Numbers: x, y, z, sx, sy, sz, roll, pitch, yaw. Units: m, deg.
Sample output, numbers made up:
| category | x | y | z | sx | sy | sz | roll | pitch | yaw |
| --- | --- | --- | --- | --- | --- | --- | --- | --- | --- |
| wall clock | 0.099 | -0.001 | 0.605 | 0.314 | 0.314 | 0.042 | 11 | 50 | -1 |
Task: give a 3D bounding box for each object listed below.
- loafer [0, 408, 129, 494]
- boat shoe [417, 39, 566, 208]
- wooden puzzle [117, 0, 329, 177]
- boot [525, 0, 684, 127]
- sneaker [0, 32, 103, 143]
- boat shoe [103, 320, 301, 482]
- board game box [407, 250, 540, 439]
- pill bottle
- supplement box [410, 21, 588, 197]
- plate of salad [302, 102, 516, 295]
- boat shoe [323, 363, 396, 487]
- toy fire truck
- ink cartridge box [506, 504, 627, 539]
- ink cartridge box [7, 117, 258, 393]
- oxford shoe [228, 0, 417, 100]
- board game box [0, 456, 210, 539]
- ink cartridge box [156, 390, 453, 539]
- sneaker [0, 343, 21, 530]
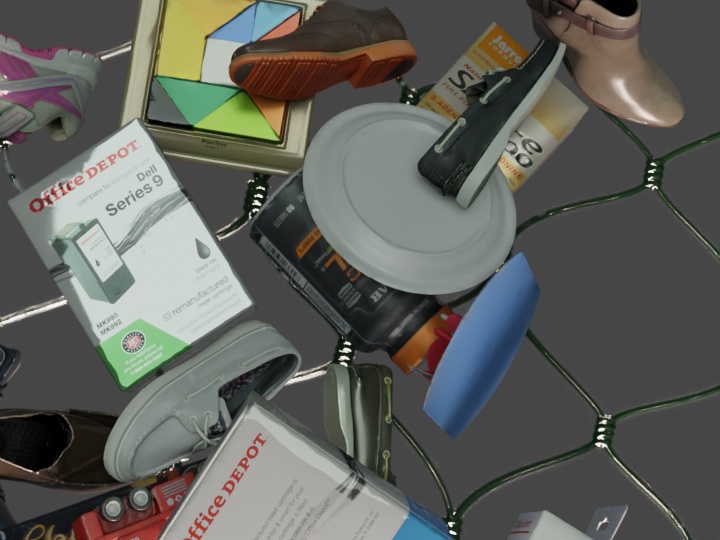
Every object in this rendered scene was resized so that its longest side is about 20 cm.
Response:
| category | x | y | z | sx | sy | sz | roll | pitch | yaw |
| --- | --- | --- | --- | --- | --- | --- | --- | --- | --- |
| loafer | -0.258 | 0.156 | 1.216 | 0.198 | 0.071 | 0.074 | 5 | 79 | -38 |
| boat shoe | 0.118 | -0.144 | 1.242 | 0.060 | 0.076 | 0.201 | 32 | 55 | 4 |
| wooden puzzle | -0.131 | -0.198 | 1.347 | 0.182 | 0.037 | 0.203 | 8 | 78 | -2 |
| boot | 0.236 | -0.218 | 1.318 | 0.199 | 0.146 | 0.071 | 34 | 77 | 3 |
| sneaker | -0.324 | -0.163 | 1.273 | 0.198 | 0.081 | 0.090 | 4 | 87 | -39 |
| boat shoe | -0.135 | 0.123 | 1.246 | 0.199 | 0.073 | 0.068 | -33 | 39 | -29 |
| board game box | 0.095 | 0.059 | 1.239 | 0.039 | 0.200 | 0.159 | 29 | 82 | 22 |
| pill bottle | 0.000 | 0.000 | 1.282 | 0.106 | 0.106 | 0.200 | -43 | 85 | -10 |
| supplement box | 0.102 | -0.115 | 1.327 | 0.126 | 0.074 | 0.200 | 41 | 79 | 4 |
| plate of salad | 0.042 | -0.061 | 1.238 | 0.197 | 0.048 | 0.202 | 10 | 55 | -14 |
| boat shoe | 0.005 | 0.185 | 1.263 | 0.059 | 0.072 | 0.205 | -2 | 87 | -17 |
| toy fire truck | -0.176 | 0.255 | 1.187 | 0.198 | 0.049 | 0.143 | -18 | 81 | -27 |
| ink cartridge box | 0.149 | 0.278 | 1.232 | 0.067 | 0.116 | 0.202 | 31 | 78 | 1 |
| ink cartridge box | -0.204 | -0.013 | 1.272 | 0.145 | 0.084 | 0.201 | -33 | 87 | -5 |
| oxford shoe | -0.042 | -0.210 | 1.320 | 0.198 | 0.071 | 0.074 | -10 | 71 | -36 |
| board game box | -0.201 | 0.259 | 1.223 | 0.198 | 0.035 | 0.137 | -17 | 81 | -26 |
| ink cartridge box | -0.047 | 0.216 | 1.144 | 0.199 | 0.086 | 0.147 | 35 | 91 | -4 |
| sneaker | -0.332 | 0.147 | 1.247 | 0.202 | 0.077 | 0.146 | 43 | 81 | 5 |
